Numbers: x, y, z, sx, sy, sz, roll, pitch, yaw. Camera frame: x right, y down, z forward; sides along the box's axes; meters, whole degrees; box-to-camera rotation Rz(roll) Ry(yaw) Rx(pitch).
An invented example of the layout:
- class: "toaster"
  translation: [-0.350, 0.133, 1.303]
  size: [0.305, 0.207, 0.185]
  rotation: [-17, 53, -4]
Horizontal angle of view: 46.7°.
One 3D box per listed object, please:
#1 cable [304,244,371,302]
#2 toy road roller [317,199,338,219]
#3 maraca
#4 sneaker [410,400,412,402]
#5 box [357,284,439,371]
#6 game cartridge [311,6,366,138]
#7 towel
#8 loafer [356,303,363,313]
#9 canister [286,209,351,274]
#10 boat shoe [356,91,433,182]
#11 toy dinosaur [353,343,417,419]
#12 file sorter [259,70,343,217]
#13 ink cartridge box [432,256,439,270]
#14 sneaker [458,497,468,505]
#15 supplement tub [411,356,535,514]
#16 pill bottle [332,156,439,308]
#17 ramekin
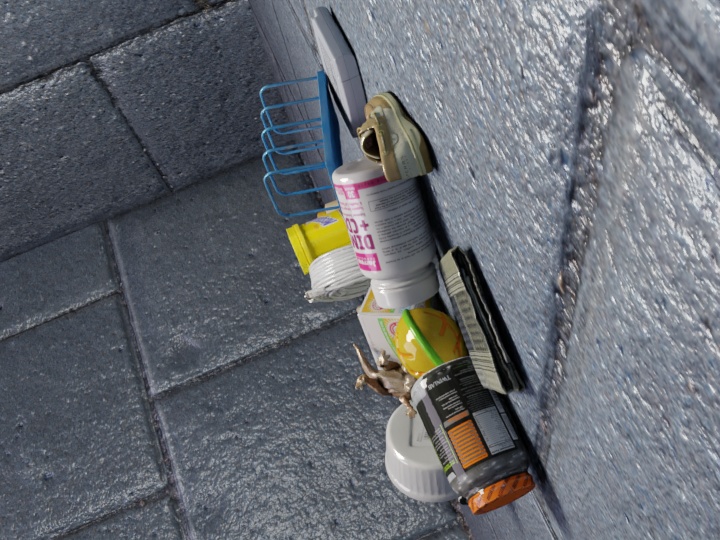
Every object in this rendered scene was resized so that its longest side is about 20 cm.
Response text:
- class: "cable"
  translation: [0.000, 0.000, 1.592]
  size: [0.200, 0.199, 0.070]
  rotation: [14, -124, -67]
- class: "toy road roller"
  translation: [-0.008, -0.083, 1.862]
  size: [0.146, 0.122, 0.201]
  rotation: [-92, -18, -66]
- class: "maraca"
  translation: [0.121, 0.130, 1.335]
  size: [0.200, 0.107, 0.137]
  rotation: [46, -167, -53]
- class: "sneaker"
  translation: [0.131, 0.214, 1.556]
  size: [0.200, 0.120, 0.084]
  rotation: [-120, 7, -60]
- class: "box"
  translation: [0.082, 0.111, 1.478]
  size: [0.113, 0.101, 0.201]
  rotation: [-64, -35, -43]
- class: "game cartridge"
  translation: [-0.029, -0.313, 1.358]
  size: [0.133, 0.041, 0.200]
  rotation: [61, 174, 28]
- class: "towel"
  translation: [0.153, 0.066, 1.078]
  size: [0.200, 0.034, 0.193]
  rotation: [81, 169, -85]
- class: "loafer"
  translation: [0.067, 0.072, 1.658]
  size: [0.068, 0.076, 0.200]
  rotation: [60, 149, -1]
- class: "canister"
  translation: [-0.040, -0.077, 1.676]
  size: [0.149, 0.199, 0.087]
  rotation: [-126, 14, -75]
- class: "boat shoe"
  translation: [0.030, -0.172, 1.065]
  size: [0.200, 0.066, 0.074]
  rotation: [-118, 7, -60]
- class: "toy dinosaur"
  translation: [0.073, 0.195, 1.430]
  size: [0.199, 0.086, 0.135]
  rotation: [21, 177, 24]
- class: "file sorter"
  translation: [-0.099, -0.210, 1.423]
  size: [0.139, 0.122, 0.201]
  rotation: [71, -170, -59]
- class: "ink cartridge box"
  translation: [0.045, -0.077, 1.318]
  size: [0.200, 0.083, 0.147]
  rotation: [-121, 9, -71]
- class: "sneaker"
  translation: [0.255, 0.477, 1.918]
  size: [0.200, 0.073, 0.080]
  rotation: [78, -176, -50]
- class: "supplement tub"
  translation: [0.162, 0.235, 1.190]
  size: [0.123, 0.122, 0.201]
  rotation: [74, 173, -65]
- class: "pill bottle"
  translation: [0.041, -0.056, 1.157]
  size: [0.113, 0.113, 0.201]
  rotation: [-123, 15, -72]
- class: "ramekin"
  translation: [0.141, 0.333, 1.602]
  size: [0.201, 0.200, 0.098]
  rotation: [-116, 12, -47]
